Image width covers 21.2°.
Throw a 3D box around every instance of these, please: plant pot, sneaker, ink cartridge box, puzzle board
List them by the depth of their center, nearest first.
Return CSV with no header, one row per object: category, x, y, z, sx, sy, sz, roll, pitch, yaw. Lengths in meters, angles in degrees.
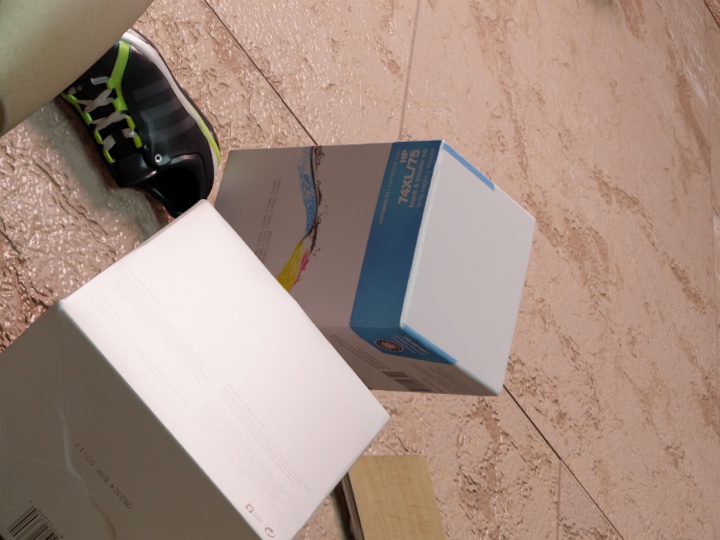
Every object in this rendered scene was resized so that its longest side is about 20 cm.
plant pot,-0.227,-0.182,1.221,0.187,0.187,0.200,51,45,-33
sneaker,-0.160,-0.104,1.386,0.200,0.071,0.083,42,38,-44
ink cartridge box,0.000,0.000,1.440,0.147,0.199,0.147,36,62,-49
puzzle board,0.039,0.250,1.583,0.151,0.017,0.201,10,63,-62

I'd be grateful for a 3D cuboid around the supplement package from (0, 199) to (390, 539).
supplement package,-0.121,0.096,1.182,0.191,0.147,0.200,50,28,-2
